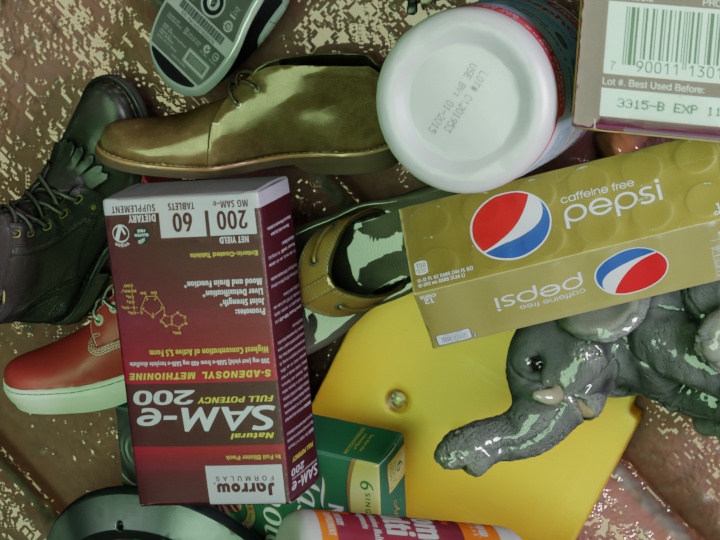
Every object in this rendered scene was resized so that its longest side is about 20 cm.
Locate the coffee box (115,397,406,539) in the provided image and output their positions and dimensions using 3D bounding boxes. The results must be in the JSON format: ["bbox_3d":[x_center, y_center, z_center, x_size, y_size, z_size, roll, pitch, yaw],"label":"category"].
[{"bbox_3d":[-0.065,0.149,1.731,0.199,0.044,0.124,12,122,22],"label":"coffee box"}]

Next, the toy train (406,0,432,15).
[{"bbox_3d":[0.046,-0.264,1.660,0.045,0.034,0.201,4,100,4],"label":"toy train"}]

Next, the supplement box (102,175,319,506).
[{"bbox_3d":[-0.094,0.045,1.644,0.108,0.061,0.201,-3,101,19],"label":"supplement box"}]

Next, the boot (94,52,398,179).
[{"bbox_3d":[-0.076,-0.103,1.688,0.199,0.074,0.076,-4,116,1],"label":"boot"}]

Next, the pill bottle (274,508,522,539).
[{"bbox_3d":[0.046,0.213,1.643,0.199,0.110,0.110,6,103,-14],"label":"pill bottle"}]

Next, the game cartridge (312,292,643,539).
[{"bbox_3d":[0.069,0.107,1.720,0.199,0.032,0.177,30,107,8],"label":"game cartridge"}]

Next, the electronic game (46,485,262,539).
[{"bbox_3d":[-0.124,0.224,1.758,0.199,0.042,0.201,14,131,17],"label":"electronic game"}]

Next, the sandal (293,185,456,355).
[{"bbox_3d":[0.000,0.000,1.668,0.199,0.055,0.082,-20,93,4],"label":"sandal"}]

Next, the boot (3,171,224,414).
[{"bbox_3d":[-0.159,0.009,1.719,0.199,0.073,0.145,-17,117,5],"label":"boot"}]

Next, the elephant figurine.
[{"bbox_3d":[0.154,0.043,1.617,0.199,0.155,0.142,4,111,11],"label":"elephant figurine"}]

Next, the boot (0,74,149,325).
[{"bbox_3d":[-0.223,-0.031,1.704,0.069,0.174,0.201,26,107,27],"label":"boot"}]

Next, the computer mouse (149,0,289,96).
[{"bbox_3d":[-0.069,-0.202,1.698,0.110,0.044,0.200,45,112,22],"label":"computer mouse"}]

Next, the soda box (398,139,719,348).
[{"bbox_3d":[0.128,-0.018,1.559,0.199,0.064,0.068,-14,53,5],"label":"soda box"}]

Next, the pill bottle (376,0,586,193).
[{"bbox_3d":[0.087,-0.113,1.583,0.108,0.200,0.110,3,101,17],"label":"pill bottle"}]

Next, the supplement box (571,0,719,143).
[{"bbox_3d":[0.208,-0.136,1.541,0.130,0.200,0.104,6,101,16],"label":"supplement box"}]
